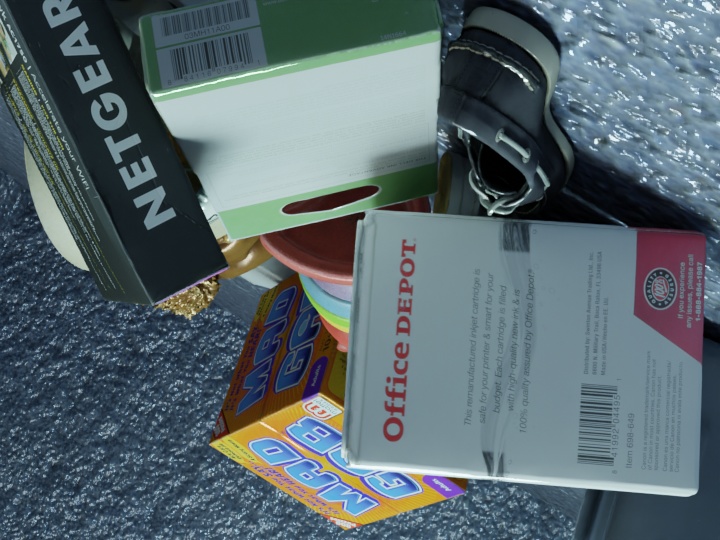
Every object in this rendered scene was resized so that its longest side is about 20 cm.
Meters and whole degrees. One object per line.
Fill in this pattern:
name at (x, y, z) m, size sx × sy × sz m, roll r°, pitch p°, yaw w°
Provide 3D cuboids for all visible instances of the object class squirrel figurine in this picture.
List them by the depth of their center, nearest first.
squirrel figurine at (-0.152, -0.039, 1.022) m, size 0.141 × 0.201 × 0.187 m, roll 36°, pitch 179°, yaw -1°

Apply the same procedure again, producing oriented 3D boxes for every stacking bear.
stacking bear at (0.000, 0.000, 0.845) m, size 0.113 × 0.122 × 0.201 m, roll 33°, pitch 160°, yaw 16°

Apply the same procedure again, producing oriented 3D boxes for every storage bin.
storage bin at (0.233, 0.138, 0.738) m, size 0.132 × 0.203 × 0.146 m, roll 16°, pitch 166°, yaw 18°

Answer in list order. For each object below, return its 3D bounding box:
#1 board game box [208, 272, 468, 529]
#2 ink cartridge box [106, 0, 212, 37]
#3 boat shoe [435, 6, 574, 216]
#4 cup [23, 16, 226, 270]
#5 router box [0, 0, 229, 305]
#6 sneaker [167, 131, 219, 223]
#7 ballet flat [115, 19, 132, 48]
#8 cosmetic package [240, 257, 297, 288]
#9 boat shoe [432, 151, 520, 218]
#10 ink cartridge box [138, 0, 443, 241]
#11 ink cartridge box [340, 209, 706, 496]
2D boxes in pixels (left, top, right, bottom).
board game box at (-0.005, 0.124, 1.138) m, size 0.199 × 0.202 × 0.199 m, roll 36°, pitch 139°, yaw -24°
ink cartridge box at (-0.131, -0.194, 0.595) m, size 0.199 × 0.067 × 0.115 m, roll 37°, pitch 168°, yaw -24°
boat shoe at (0.073, -0.066, 0.583) m, size 0.072 × 0.063 × 0.200 m, roll 28°, pitch 170°, yaw 18°
cup at (-0.138, -0.098, 0.805) m, size 0.140 × 0.204 × 0.201 m, roll 3°, pitch 161°, yaw 17°
router box at (-0.153, -0.081, 0.588) m, size 0.203 × 0.051 × 0.149 m, roll 66°, pitch 159°, yaw -10°
sneaker at (-0.070, -0.069, 0.700) m, size 0.087 × 0.199 × 0.077 m, roll 27°, pitch -144°, yaw -47°
ballet flat at (-0.185, -0.165, 0.682) m, size 0.072 × 0.071 × 0.204 m, roll 176°, pitch 78°, yaw -74°
cosmetic package at (-0.121, -0.034, 1.291) m, size 0.112 × 0.082 × 0.199 m, roll 34°, pitch 169°, yaw -20°
boat shoe at (0.085, -0.027, 0.751) m, size 0.068 × 0.072 × 0.200 m, roll 9°, pitch 166°, yaw 7°
ink cartridge box at (-0.027, -0.084, 0.590) m, size 0.143 × 0.049 × 0.200 m, roll -13°, pitch 163°, yaw 0°
ink cartridge box at (0.092, 0.049, 0.625) m, size 0.196 × 0.149 × 0.085 m, roll 4°, pitch 173°, yaw 3°
